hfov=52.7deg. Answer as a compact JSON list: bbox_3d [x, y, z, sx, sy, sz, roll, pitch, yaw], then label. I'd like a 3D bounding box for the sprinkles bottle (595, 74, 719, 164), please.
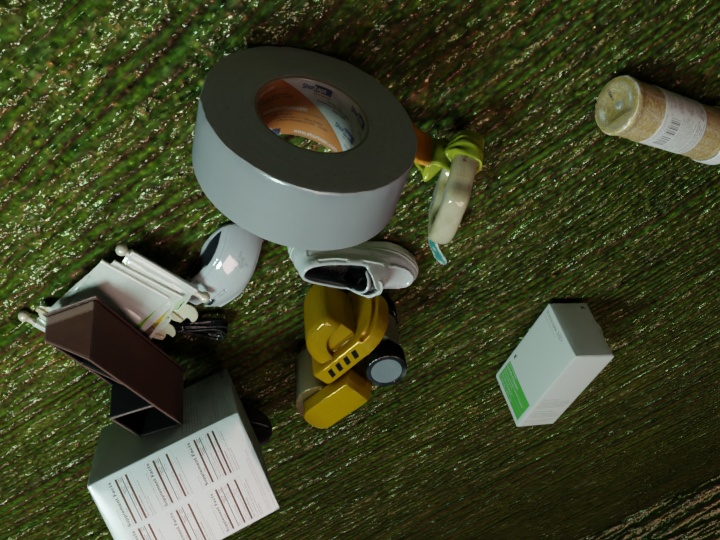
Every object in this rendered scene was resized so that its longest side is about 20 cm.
[{"bbox_3d":[0.372,-0.178,0.873,0.195,0.069,0.069,7,136,-30],"label":"sprinkles bottle"}]

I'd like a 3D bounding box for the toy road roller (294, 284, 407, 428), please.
[{"bbox_3d":[-0.040,0.102,0.993,0.199,0.125,0.145,-39,124,23],"label":"toy road roller"}]

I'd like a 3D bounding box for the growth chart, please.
[{"bbox_3d":[-0.285,0.047,0.857,0.197,0.018,0.144,-31,130,22],"label":"growth chart"}]

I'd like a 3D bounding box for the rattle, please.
[{"bbox_3d":[0.061,-0.088,0.847,0.138,0.134,0.200,0,167,-7],"label":"rattle"}]

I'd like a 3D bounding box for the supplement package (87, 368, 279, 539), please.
[{"bbox_3d":[-0.234,0.264,0.977,0.196,0.191,0.151,-24,104,-10],"label":"supplement package"}]

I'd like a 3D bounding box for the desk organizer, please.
[{"bbox_3d":[-0.286,0.121,0.861,0.070,0.079,0.201,-17,144,11],"label":"desk organizer"}]

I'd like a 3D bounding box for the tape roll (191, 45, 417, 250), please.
[{"bbox_3d":[-0.049,-0.115,0.652,0.195,0.204,0.067,0,139,-23],"label":"tape roll"}]

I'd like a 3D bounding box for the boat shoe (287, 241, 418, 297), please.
[{"bbox_3d":[0.000,0.000,0.921,0.197,0.070,0.072,19,129,-39],"label":"boat shoe"}]

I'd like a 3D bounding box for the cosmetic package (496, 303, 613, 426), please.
[{"bbox_3d":[0.319,0.159,1.215,0.082,0.109,0.203,0,137,-23],"label":"cosmetic package"}]

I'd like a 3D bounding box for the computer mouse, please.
[{"bbox_3d":[-0.182,0.023,0.889,0.107,0.045,0.201,12,132,-33],"label":"computer mouse"}]

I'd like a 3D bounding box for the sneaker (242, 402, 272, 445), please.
[{"bbox_3d":[-0.242,0.260,1.142,0.195,0.077,0.116,5,146,-17],"label":"sneaker"}]
